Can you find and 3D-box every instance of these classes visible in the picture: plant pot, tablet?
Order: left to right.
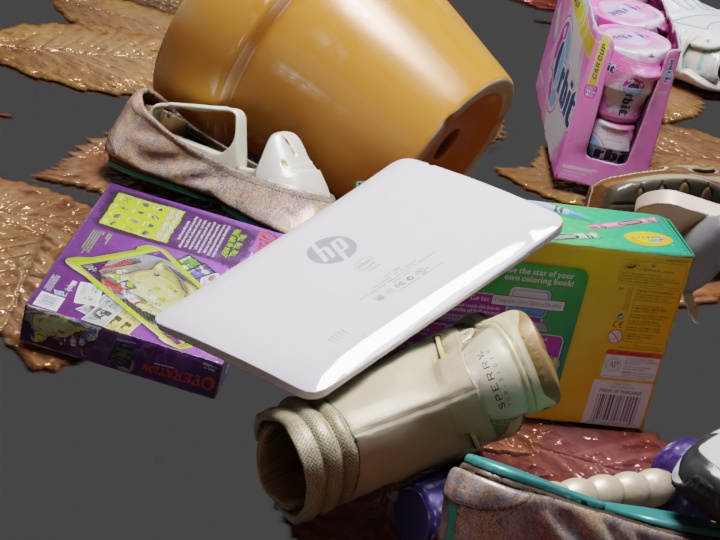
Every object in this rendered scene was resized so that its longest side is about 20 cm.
[{"bbox_3d":[-0.005,-0.132,1.909,0.183,0.200,0.200,40,31,15],"label":"plant pot"},{"bbox_3d":[0.000,0.000,1.549,0.130,0.014,0.200,23,44,40],"label":"tablet"}]

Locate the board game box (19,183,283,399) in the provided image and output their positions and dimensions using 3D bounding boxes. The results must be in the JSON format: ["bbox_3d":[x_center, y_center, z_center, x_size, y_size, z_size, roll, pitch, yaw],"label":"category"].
[{"bbox_3d":[-0.120,0.009,1.706,0.120,0.032,0.200,13,24,5],"label":"board game box"}]

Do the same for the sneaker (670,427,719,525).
[{"bbox_3d":[0.237,0.083,1.500,0.074,0.080,0.200,41,35,27],"label":"sneaker"}]

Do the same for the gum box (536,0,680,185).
[{"bbox_3d":[0.180,-0.146,2.088,0.066,0.114,0.200,11,24,-6],"label":"gum box"}]

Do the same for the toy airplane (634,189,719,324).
[{"bbox_3d":[0.291,0.007,1.799,0.200,0.141,0.199,12,-12,31],"label":"toy airplane"}]

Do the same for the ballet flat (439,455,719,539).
[{"bbox_3d":[0.118,0.146,1.459,0.200,0.067,0.068,17,-2,-31],"label":"ballet flat"}]

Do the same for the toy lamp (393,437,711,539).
[{"bbox_3d":[0.106,0.123,1.544,0.200,0.058,0.058,-5,30,-37],"label":"toy lamp"}]

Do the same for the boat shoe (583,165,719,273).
[{"bbox_3d":[0.226,-0.037,1.956,0.200,0.076,0.074,5,19,-38],"label":"boat shoe"}]

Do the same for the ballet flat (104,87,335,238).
[{"bbox_3d":[-0.077,-0.066,1.835,0.200,0.067,0.068,24,9,20],"label":"ballet flat"}]

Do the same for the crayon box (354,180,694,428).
[{"bbox_3d":[0.084,0.021,1.678,0.200,0.119,0.058,7,25,-17],"label":"crayon box"}]

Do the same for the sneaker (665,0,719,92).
[{"bbox_3d":[0.259,-0.188,2.300,0.200,0.071,0.080,13,26,-5],"label":"sneaker"}]

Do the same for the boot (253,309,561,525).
[{"bbox_3d":[0.014,0.083,1.546,0.155,0.073,0.200,-23,-1,-12],"label":"boot"}]
